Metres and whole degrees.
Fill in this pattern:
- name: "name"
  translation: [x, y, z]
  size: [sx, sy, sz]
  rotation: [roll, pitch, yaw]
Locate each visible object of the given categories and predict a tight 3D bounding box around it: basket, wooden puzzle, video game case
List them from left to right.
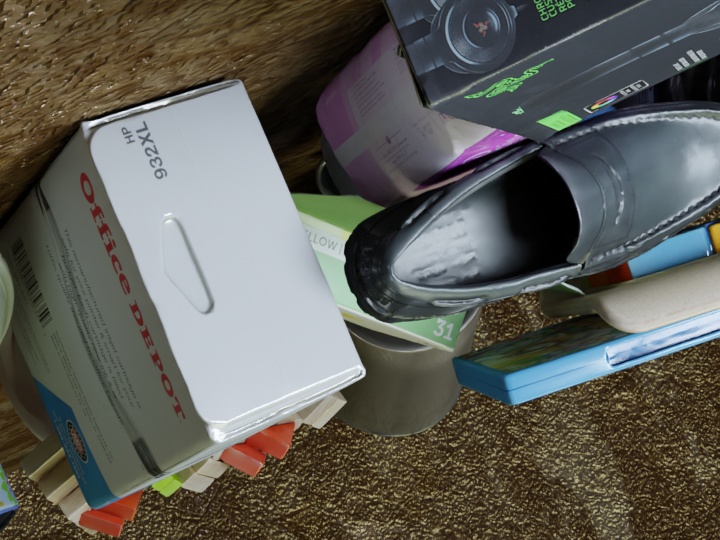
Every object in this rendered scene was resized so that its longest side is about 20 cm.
- name: "basket"
  translation: [0.015, 0.016, 1.209]
  size: [0.135, 0.181, 0.200]
  rotation: [-32, 172, -12]
- name: "video game case"
  translation: [0.154, 0.027, 0.927]
  size: [0.198, 0.018, 0.143]
  rotation: [-18, -178, -7]
- name: "wooden puzzle"
  translation: [0.192, -0.014, 0.927]
  size: [0.183, 0.038, 0.200]
  rotation: [-17, -177, -3]

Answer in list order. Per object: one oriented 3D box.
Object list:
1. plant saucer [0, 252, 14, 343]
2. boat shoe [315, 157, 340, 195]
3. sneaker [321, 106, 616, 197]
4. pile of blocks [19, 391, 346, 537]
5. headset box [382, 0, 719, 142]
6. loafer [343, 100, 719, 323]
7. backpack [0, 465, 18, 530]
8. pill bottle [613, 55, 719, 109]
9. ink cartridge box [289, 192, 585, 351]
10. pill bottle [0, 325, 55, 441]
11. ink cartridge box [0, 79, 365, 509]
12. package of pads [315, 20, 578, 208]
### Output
- name: "plant saucer"
  translation: [-0.237, 0.060, 0.787]
  size: [0.199, 0.050, 0.201]
  rotation: [-29, 156, -14]
- name: "boat shoe"
  translation: [0.063, -0.047, 1.040]
  size: [0.199, 0.073, 0.068]
  rotation: [17, -171, 31]
- name: "sneaker"
  translation: [0.075, -0.058, 0.944]
  size: [0.199, 0.076, 0.105]
  rotation: [21, -135, 40]
- name: "pile of blocks"
  translation: [-0.082, 0.084, 0.960]
  size: [0.199, 0.062, 0.082]
  rotation: [-28, 150, -21]
- name: "headset box"
  translation: [0.098, -0.121, 0.559]
  size: [0.199, 0.094, 0.174]
  rotation: [-24, 175, 15]
- name: "loafer"
  translation: [0.089, -0.026, 0.779]
  size: [0.199, 0.069, 0.070]
  rotation: [-20, -175, -14]
- name: "backpack"
  translation: [-0.337, 0.156, 1.168]
  size: [0.182, 0.148, 0.200]
  rotation: [-27, 177, 31]
- name: "pill bottle"
  translation: [0.196, -0.096, 0.926]
  size: [0.111, 0.113, 0.200]
  rotation: [-22, -170, -9]
- name: "ink cartridge box"
  translation: [0.000, 0.000, 0.913]
  size: [0.145, 0.048, 0.199]
  rotation: [21, 176, -29]
- name: "pill bottle"
  translation: [-0.107, 0.022, 1.028]
  size: [0.199, 0.112, 0.111]
  rotation: [-21, 175, -34]
- name: "ink cartridge box"
  translation: [-0.095, 0.018, 0.830]
  size: [0.083, 0.146, 0.200]
  rotation: [-21, 175, -28]
- name: "package of pads"
  translation: [0.067, -0.095, 0.782]
  size: [0.120, 0.076, 0.200]
  rotation: [-26, 177, -22]
